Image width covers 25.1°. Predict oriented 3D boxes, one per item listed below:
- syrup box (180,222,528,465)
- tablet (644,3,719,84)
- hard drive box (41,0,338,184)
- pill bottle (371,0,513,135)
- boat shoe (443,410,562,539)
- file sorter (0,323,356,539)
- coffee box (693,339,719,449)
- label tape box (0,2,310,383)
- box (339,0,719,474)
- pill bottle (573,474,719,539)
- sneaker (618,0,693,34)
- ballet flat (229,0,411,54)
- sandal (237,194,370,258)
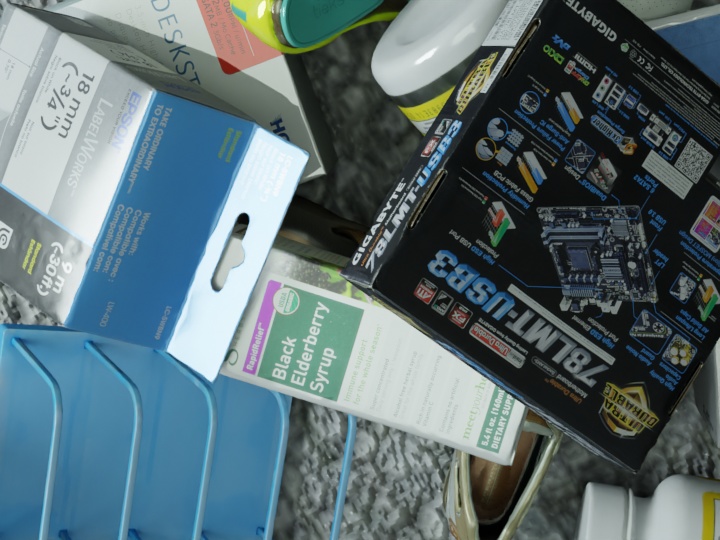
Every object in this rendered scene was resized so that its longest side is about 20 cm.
[{"bbox_3d":[0.004,0.040,0.938,0.199,0.081,0.079,18,96,2],"label":"syrup box"},{"bbox_3d":[0.265,-0.112,0.981,0.199,0.014,0.131,-14,119,2],"label":"tablet"},{"bbox_3d":[-0.134,-0.104,1.014,0.199,0.077,0.157,-20,98,8],"label":"hard drive box"},{"bbox_3d":[0.108,-0.082,0.937,0.112,0.113,0.200,-39,110,10],"label":"pill bottle"},{"bbox_3d":[0.101,0.083,1.018,0.074,0.068,0.201,9,102,-5],"label":"boat shoe"},{"bbox_3d":[-0.117,0.120,0.986,0.199,0.123,0.140,4,103,-28],"label":"file sorter"},{"bbox_3d":[0.308,0.053,0.983,0.198,0.114,0.080,-4,99,5],"label":"coffee box"},{"bbox_3d":[-0.142,-0.046,0.907,0.199,0.063,0.145,31,104,32],"label":"label tape box"},{"bbox_3d":[0.121,-0.026,0.863,0.199,0.050,0.199,34,86,-22],"label":"box"},{"bbox_3d":[0.235,0.189,1.014,0.199,0.111,0.112,10,101,4],"label":"pill bottle"},{"bbox_3d":[0.182,-0.177,0.982,0.200,0.076,0.092,-37,102,18],"label":"sneaker"},{"bbox_3d":[0.006,-0.180,0.970,0.199,0.067,0.067,-25,118,-34],"label":"ballet flat"},{"bbox_3d":[0.000,0.000,1.006,0.199,0.055,0.082,24,98,20],"label":"sandal"}]
